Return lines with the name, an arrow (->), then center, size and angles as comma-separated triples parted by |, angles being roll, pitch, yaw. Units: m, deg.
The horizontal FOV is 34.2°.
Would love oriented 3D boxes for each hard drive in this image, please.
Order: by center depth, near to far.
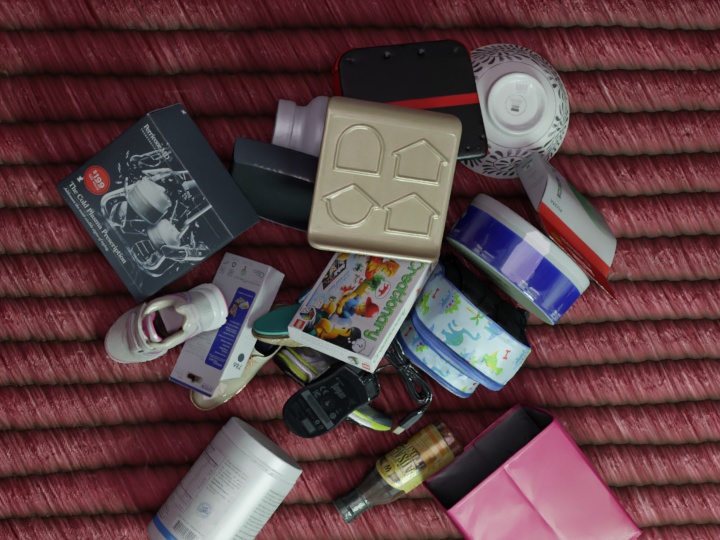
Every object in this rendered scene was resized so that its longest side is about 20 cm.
hard drive -> -0.090, -0.110, 1.635 | 0.200, 0.135, 0.042 | 17, 55, -4

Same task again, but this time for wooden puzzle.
wooden puzzle -> 0.029, -0.120, 1.556 | 0.185, 0.046, 0.200 | 7, 96, -14

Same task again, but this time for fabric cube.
fabric cube -> 0.236, 0.330, 1.646 | 0.200, 0.196, 0.199 | -39, 94, -5

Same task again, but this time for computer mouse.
computer mouse -> 0.000, 0.178, 1.611 | 0.200, 0.046, 0.140 | -39, 100, 12

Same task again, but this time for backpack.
backpack -> 0.143, 0.087, 1.628 | 0.183, 0.200, 0.147 | 38, 98, -7

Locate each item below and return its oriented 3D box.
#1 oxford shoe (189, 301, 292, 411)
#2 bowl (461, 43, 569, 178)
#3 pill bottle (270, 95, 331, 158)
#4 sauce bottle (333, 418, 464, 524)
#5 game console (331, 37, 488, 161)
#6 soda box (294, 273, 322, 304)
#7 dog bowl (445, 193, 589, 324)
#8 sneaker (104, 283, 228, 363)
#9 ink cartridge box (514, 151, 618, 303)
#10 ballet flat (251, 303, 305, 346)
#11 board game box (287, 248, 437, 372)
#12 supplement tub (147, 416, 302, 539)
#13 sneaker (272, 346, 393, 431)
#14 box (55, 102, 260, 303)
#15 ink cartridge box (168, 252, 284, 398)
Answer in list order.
oxford shoe -> -0.168, 0.120, 1.658 | 0.071, 0.074, 0.200 | 42, 87, -6
bowl -> 0.217, -0.235, 1.687 | 0.200, 0.094, 0.201 | 0, 91, -7
pill bottle -> -0.023, -0.184, 1.651 | 0.200, 0.112, 0.112 | 10, 90, -7
sauce bottle -> 0.053, 0.294, 1.690 | 0.200, 0.066, 0.066 | -36, 94, -6
game console -> 0.068, -0.228, 1.608 | 0.200, 0.031, 0.177 | -8, 82, -11
soda box -> 0.000, 0.000, 1.681 | 0.200, 0.064, 0.068 | -43, 96, -5
dog bowl -> 0.218, -0.015, 1.636 | 0.200, 0.200, 0.079 | 40, 90, -5
sneaker -> -0.284, 0.075, 1.611 | 0.200, 0.088, 0.081 | -26, 85, 26
ink cartridge box -> 0.300, -0.064, 1.628 | 0.050, 0.200, 0.161 | -42, 117, 16
ballet flat -> -0.050, 0.073, 1.613 | 0.200, 0.071, 0.065 | -17, 130, -5
board game box -> 0.006, 0.031, 1.573 | 0.126, 0.035, 0.200 | 21, 58, 18
supplement tub -> -0.189, 0.320, 1.631 | 0.132, 0.132, 0.200 | 38, 86, -5
sneaker -> -0.025, 0.158, 1.677 | 0.200, 0.074, 0.081 | 40, 78, -12
box -> -0.275, -0.093, 1.594 | 0.182, 0.104, 0.200 | -33, 94, 22
ink cartridge box -> -0.187, 0.079, 1.636 | 0.039, 0.099, 0.200 | 34, 78, -48
